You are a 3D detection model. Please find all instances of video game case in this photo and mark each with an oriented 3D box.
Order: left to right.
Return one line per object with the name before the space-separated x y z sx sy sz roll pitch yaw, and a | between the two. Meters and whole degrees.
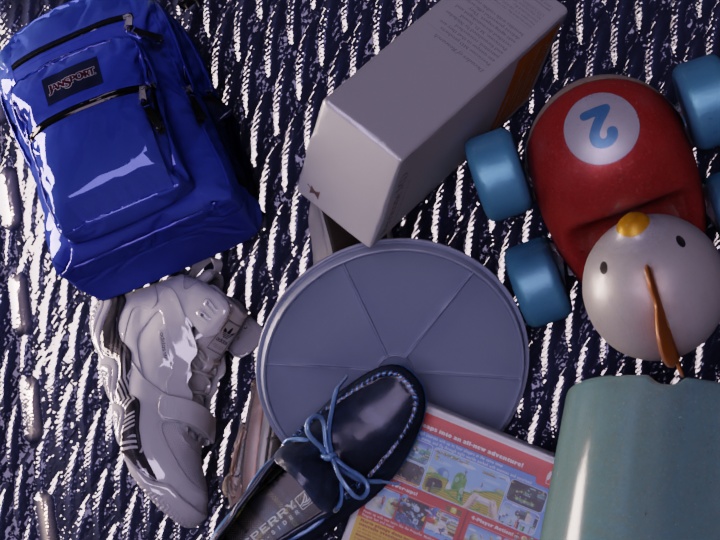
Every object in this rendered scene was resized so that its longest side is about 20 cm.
video game case | 0.056 0.205 1.244 0.142 0.017 0.201 21 96 14

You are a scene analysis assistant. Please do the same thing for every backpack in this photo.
backpack | -0.176 -0.109 1.289 0.161 0.168 0.201 -20 71 2

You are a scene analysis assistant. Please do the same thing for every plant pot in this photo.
plant pot | 0.199 0.180 1.141 0.199 0.200 0.198 3 73 15

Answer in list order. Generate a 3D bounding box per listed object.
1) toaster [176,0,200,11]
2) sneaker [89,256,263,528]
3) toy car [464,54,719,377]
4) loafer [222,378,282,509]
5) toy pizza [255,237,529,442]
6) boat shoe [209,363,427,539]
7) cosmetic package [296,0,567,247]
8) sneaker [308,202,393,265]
toaster | -0.111 -0.310 1.306 0.128 0.114 0.201 -20 82 12
sneaker | -0.126 0.084 1.298 0.114 0.075 0.201 -30 59 12
toy car | 0.184 -0.018 1.150 0.183 0.200 0.178 -19 119 7
loafer | -0.082 0.178 1.311 0.062 0.072 0.202 1 92 22
toy pizza | 0.023 0.066 1.266 0.198 0.032 0.202 -2 114 -5
boat shoe | -0.028 0.150 1.221 0.084 0.069 0.200 40 98 14
cosmetic package | 0.050 -0.119 1.207 0.071 0.102 0.200 38 56 13
sneaker | 0.000 0.000 1.300 0.072 0.085 0.202 -4 108 -5
